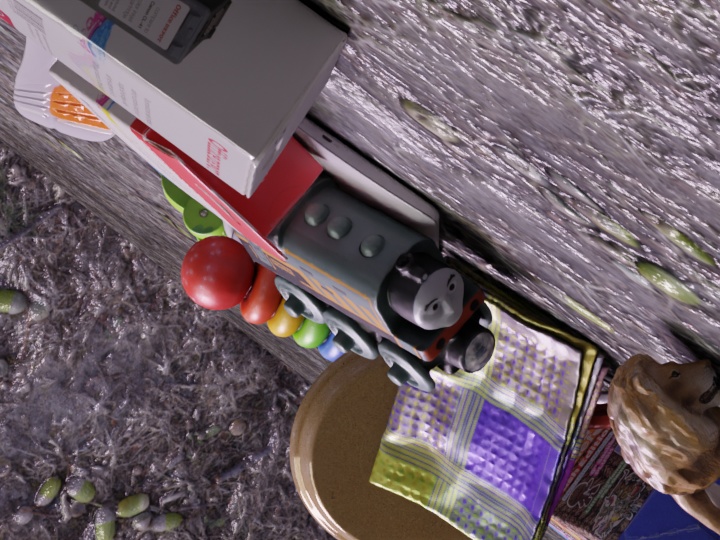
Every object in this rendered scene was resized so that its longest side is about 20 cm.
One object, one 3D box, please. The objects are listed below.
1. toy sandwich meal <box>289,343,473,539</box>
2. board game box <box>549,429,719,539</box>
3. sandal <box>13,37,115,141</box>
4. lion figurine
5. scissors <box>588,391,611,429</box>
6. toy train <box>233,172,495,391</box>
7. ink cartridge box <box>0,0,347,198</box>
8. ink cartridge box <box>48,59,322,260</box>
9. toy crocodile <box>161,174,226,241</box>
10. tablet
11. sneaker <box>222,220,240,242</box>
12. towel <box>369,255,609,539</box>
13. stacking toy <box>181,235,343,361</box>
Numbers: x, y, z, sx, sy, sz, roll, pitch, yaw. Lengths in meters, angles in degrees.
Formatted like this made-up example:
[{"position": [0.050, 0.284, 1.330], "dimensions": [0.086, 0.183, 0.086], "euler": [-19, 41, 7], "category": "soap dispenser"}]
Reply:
[{"position": [0.043, 0.112, 1.861], "dimensions": [0.205, 0.205, 0.070], "euler": [38, -166, -20], "category": "toy sandwich meal"}, {"position": [0.226, 0.183, 1.839], "dimensions": [0.159, 0.097, 0.200], "euler": [38, 174, -15], "category": "board game box"}, {"position": [-0.191, -0.157, 1.786], "dimensions": [0.079, 0.059, 0.207], "euler": [20, 153, 0], "category": "sandal"}, {"position": [0.189, 0.098, 1.515], "dimensions": [0.122, 0.072, 0.200], "euler": [43, 179, 2], "category": "lion figurine"}, {"position": [0.186, 0.093, 1.726], "dimensions": [0.200, 0.073, 0.014], "euler": [-10, 100, 53], "category": "scissors"}, {"position": [0.000, 0.000, 1.664], "dimensions": [0.200, 0.085, 0.114], "euler": [31, 163, 40], "category": "toy train"}, {"position": [-0.113, -0.134, 1.321], "dimensions": [0.200, 0.086, 0.148], "euler": [35, 174, -1], "category": "ink cartridge box"}, {"position": [-0.103, -0.090, 1.629], "dimensions": [0.116, 0.067, 0.200], "euler": [43, 175, -35], "category": "ink cartridge box"}, {"position": [-0.085, -0.031, 2.174], "dimensions": [0.200, 0.062, 0.068], "euler": [29, 172, 16], "category": "toy crocodile"}, {"position": [-0.003, -0.055, 1.685], "dimensions": [0.130, 0.014, 0.200], "euler": [36, 174, 6], "category": "tablet"}, {"position": [-0.078, -0.040, 1.971], "dimensions": [0.071, 0.073, 0.200], "euler": [58, 168, 11], "category": "sneaker"}, {"position": [0.083, 0.098, 1.754], "dimensions": [0.144, 0.200, 0.023], "euler": [32, -144, 23], "category": "towel"}, {"position": [-0.036, 0.027, 1.895], "dimensions": [0.200, 0.085, 0.085], "euler": [17, 179, -15], "category": "stacking toy"}]
